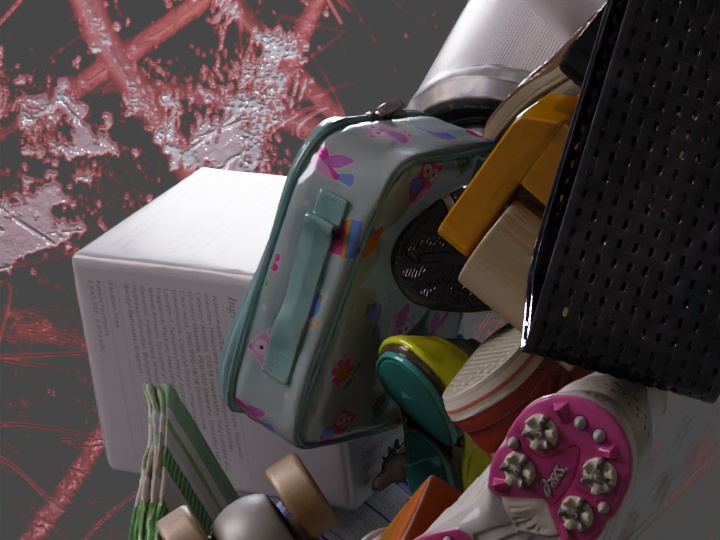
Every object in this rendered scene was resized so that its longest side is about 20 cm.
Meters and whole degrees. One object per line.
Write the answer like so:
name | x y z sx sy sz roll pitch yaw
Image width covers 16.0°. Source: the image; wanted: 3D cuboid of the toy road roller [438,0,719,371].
toy road roller | 0.150 -0.055 1.330 0.200 0.123 0.146 -54 -9 26

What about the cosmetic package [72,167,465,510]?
cosmetic package | -0.056 0.041 1.714 0.165 0.200 0.165 -38 -52 -50

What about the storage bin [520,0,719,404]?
storage bin | 0.144 -0.057 1.160 0.135 0.094 0.200 -75 0 -70

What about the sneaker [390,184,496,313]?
sneaker | 0.111 -0.017 1.460 0.200 0.076 0.116 -21 -14 -7

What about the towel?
towel | -0.098 0.175 1.555 0.023 0.153 0.200 -22 30 11

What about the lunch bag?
lunch bag | 0.000 0.000 1.482 0.160 0.077 0.200 -9 -57 -55

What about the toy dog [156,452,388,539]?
toy dog | -0.032 0.195 1.483 0.132 0.200 0.096 -43 43 12

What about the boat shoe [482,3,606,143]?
boat shoe | 0.136 -0.099 1.467 0.072 0.065 0.200 -35 -5 -35

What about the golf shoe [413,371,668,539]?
golf shoe | 0.083 0.118 1.220 0.092 0.075 0.200 -39 -10 -51

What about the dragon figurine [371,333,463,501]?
dragon figurine | 0.069 0.080 1.597 0.200 0.059 0.099 -58 5 10

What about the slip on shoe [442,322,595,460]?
slip on shoe | 0.105 0.053 1.400 0.074 0.061 0.200 -30 6 29

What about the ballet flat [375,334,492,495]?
ballet flat | 0.053 0.077 1.467 0.067 0.067 0.200 -44 -27 -18

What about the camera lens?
camera lens | 0.127 -0.114 1.665 0.200 0.160 0.160 -61 5 -37

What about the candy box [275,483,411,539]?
candy box | -0.037 0.211 1.743 0.169 0.077 0.200 -53 5 27

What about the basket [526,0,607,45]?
basket | 0.170 -0.206 1.499 0.123 0.200 0.136 -37 -7 -30

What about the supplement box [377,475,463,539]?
supplement box | 0.008 0.203 1.383 0.200 0.067 0.069 -54 6 35
